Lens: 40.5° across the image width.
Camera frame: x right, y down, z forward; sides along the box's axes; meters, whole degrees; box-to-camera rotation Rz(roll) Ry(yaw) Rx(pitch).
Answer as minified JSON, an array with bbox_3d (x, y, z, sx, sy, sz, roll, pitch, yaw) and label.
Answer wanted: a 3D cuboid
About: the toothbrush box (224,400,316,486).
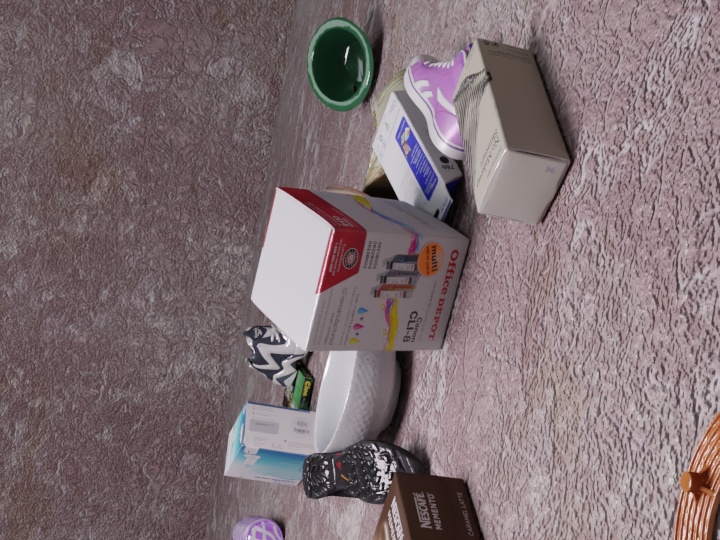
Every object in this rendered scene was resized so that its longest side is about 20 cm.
[{"bbox_3d":[-0.159,0.318,1.773,0.201,0.144,0.087,120,157,-58],"label":"toothbrush box"}]

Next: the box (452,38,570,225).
[{"bbox_3d":[0.145,-0.143,0.975,0.202,0.067,0.083,-95,20,-49],"label":"box"}]

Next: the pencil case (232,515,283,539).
[{"bbox_3d":[-0.207,0.539,1.961,0.087,0.083,0.200,62,163,5],"label":"pencil case"}]

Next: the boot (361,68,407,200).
[{"bbox_3d":[0.044,-0.179,1.433,0.156,0.071,0.202,-99,28,-53],"label":"boot"}]

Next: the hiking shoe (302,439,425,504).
[{"bbox_3d":[0.018,0.246,1.209,0.198,0.100,0.077,-10,81,46],"label":"hiking shoe"}]

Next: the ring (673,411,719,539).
[{"bbox_3d":[0.223,0.157,0.532,0.200,0.019,0.205,-169,90,-77],"label":"ring"}]

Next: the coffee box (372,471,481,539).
[{"bbox_3d":[0.052,0.323,1.003,0.115,0.078,0.203,-106,29,-61],"label":"coffee box"}]

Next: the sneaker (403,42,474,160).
[{"bbox_3d":[0.117,-0.235,1.184,0.202,0.071,0.116,-111,36,-47],"label":"sneaker"}]

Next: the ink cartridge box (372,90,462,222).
[{"bbox_3d":[0.077,-0.127,1.247,0.100,0.039,0.202,114,142,-46],"label":"ink cartridge box"}]

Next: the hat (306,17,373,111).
[{"bbox_3d":[0.006,-0.397,1.875,0.199,0.174,0.168,37,120,33],"label":"hat"}]

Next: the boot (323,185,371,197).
[{"bbox_3d":[-0.012,-0.027,1.339,0.198,0.070,0.147,22,70,38],"label":"boot"}]

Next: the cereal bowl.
[{"bbox_3d":[0.002,0.159,1.320,0.200,0.082,0.204,-166,90,-78],"label":"cereal bowl"}]

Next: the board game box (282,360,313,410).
[{"bbox_3d":[-0.128,0.245,1.960,0.200,0.023,0.107,-147,70,-77],"label":"board game box"}]

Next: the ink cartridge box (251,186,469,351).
[{"bbox_3d":[0.000,0.000,1.143,0.144,0.197,0.148,34,116,50],"label":"ink cartridge box"}]

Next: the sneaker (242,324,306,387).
[{"bbox_3d":[-0.162,0.122,1.922,0.080,0.128,0.201,-99,33,-63],"label":"sneaker"}]
